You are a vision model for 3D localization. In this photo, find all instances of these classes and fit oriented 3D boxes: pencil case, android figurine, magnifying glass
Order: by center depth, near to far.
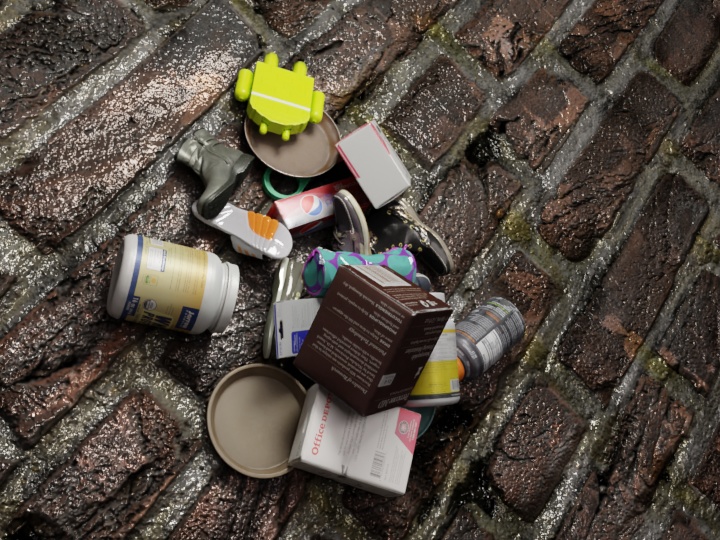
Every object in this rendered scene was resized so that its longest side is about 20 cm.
[{"bbox_3d":[0.000,0.000,1.702,0.198,0.085,0.093,0,74,-25],"label":"pencil case"},{"bbox_3d":[-0.158,-0.341,1.829,0.181,0.041,0.201,13,56,-15],"label":"android figurine"},{"bbox_3d":[-0.109,-0.197,1.843,0.199,0.022,0.080,-29,83,-30],"label":"magnifying glass"}]

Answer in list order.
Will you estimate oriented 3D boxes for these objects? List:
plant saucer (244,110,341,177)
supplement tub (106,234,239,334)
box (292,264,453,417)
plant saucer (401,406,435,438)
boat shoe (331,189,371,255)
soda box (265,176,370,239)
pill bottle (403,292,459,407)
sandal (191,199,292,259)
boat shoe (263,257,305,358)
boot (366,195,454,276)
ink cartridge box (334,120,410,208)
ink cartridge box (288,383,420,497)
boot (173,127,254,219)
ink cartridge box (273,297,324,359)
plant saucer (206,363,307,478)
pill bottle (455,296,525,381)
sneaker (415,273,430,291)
[{"bbox_3d":[-0.135,-0.260,1.834,0.199,0.032,0.202,10,57,-16],"label":"plant saucer"},{"bbox_3d":[-0.318,0.028,1.576,0.198,0.144,0.146,14,64,-19],"label":"supplement tub"},{"bbox_3d":[0.023,0.113,1.581,0.164,0.201,0.166,32,16,25],"label":"box"},{"bbox_3d":[0.047,0.230,1.730,0.198,0.036,0.202,9,67,-21],"label":"plant saucer"},{"bbox_3d":[-0.023,-0.052,1.755,0.064,0.072,0.201,-25,119,-23],"label":"boat shoe"},{"bbox_3d":[-0.080,-0.120,1.792,0.199,0.070,0.064,-21,76,-31],"label":"soda box"},{"bbox_3d":[0.120,0.145,1.691,0.111,0.112,0.202,-1,83,-25],"label":"pill bottle"},{"bbox_3d":[-0.219,-0.072,1.721,0.206,0.059,0.079,27,50,11],"label":"sandal"},{"bbox_3d":[-0.136,0.070,1.688,0.060,0.072,0.203,16,60,-13],"label":"boat shoe"},{"bbox_3d":[0.078,-0.044,1.835,0.150,0.073,0.200,-34,82,-33],"label":"boot"},{"bbox_3d":[0.028,-0.209,1.795,0.084,0.200,0.146,-33,97,7],"label":"ink cartridge box"},{"bbox_3d":[-0.010,0.293,1.611,0.199,0.083,0.148,21,67,-15],"label":"ink cartridge box"},{"bbox_3d":[-0.290,-0.180,1.706,0.130,0.068,0.200,27,40,0],"label":"boot"},{"bbox_3d":[-0.096,0.099,1.657,0.199,0.039,0.100,-2,90,-52],"label":"ink cartridge box"},{"bbox_3d":[-0.174,0.263,1.616,0.199,0.029,0.202,10,65,-22],"label":"plant saucer"},{"bbox_3d":[0.223,0.144,1.808,0.199,0.106,0.107,-34,86,-32],"label":"pill bottle"},{"bbox_3d":[0.070,0.074,1.769,0.199,0.079,0.079,-29,121,-26],"label":"sneaker"}]
